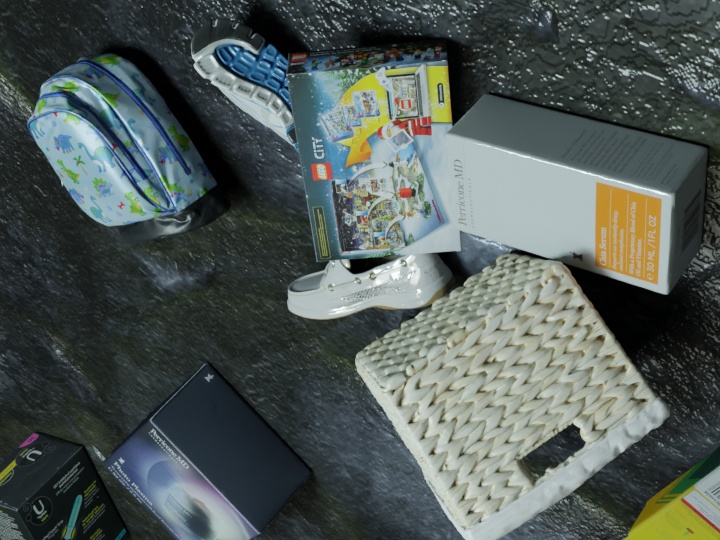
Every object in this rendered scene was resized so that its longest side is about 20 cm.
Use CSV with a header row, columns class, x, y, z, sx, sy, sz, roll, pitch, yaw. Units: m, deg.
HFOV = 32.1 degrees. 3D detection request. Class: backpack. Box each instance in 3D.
class,x,y,z,sx,sy,sz,roll,pitch,yaw
backpack,-0.251,-0.128,1.310,0.163,0.153,0.201,0,112,51

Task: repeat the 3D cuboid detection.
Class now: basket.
class,x,y,z,sx,sy,sz,roll,pitch,yaw
basket,0.119,0.099,1.073,0.161,0.198,0.200,56,177,-6

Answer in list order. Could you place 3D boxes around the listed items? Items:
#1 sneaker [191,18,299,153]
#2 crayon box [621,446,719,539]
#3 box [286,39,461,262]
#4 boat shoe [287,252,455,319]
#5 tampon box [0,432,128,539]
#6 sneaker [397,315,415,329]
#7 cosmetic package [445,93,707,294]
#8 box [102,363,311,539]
class,x,y,z,sx,sy,sz,roll,pitch,yaw
sneaker,-0.068,-0.159,1.169,0.200,0.075,0.087,39,176,-3
crayon box,0.340,0.248,1.171,0.127,0.051,0.200,41,142,5
box,0.016,-0.101,1.102,0.135,0.038,0.201,-4,129,5
boat shoe,0.000,0.000,1.243,0.199,0.071,0.070,-9,117,37
tampon box,-0.491,0.388,1.985,0.126,0.150,0.201,7,129,37
sneaker,0.109,0.102,1.232,0.199,0.077,0.082,19,130,28
cosmetic package,0.173,-0.065,1.017,0.199,0.071,0.102,19,136,30
box,-0.204,0.257,1.623,0.200,0.123,0.198,46,141,-3
